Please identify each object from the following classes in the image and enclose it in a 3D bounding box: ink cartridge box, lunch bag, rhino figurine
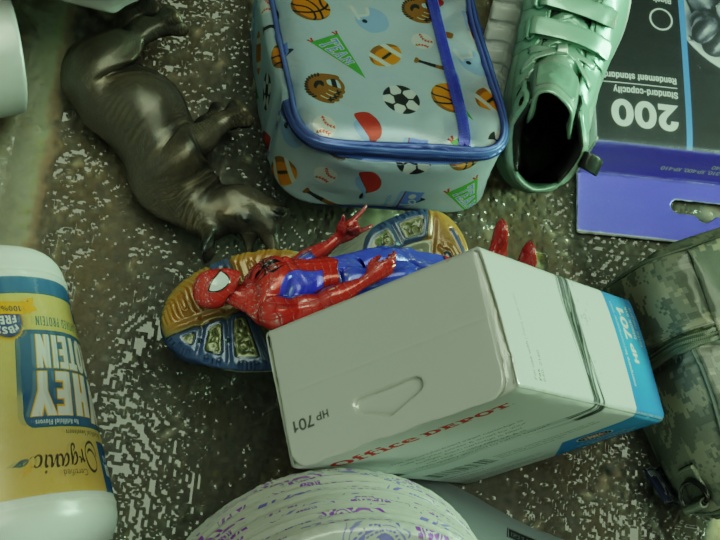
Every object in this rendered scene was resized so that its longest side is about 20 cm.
[{"bbox_3d":[0.247,-0.116,1.149,0.198,0.043,0.200,5,72,-14],"label":"ink cartridge box"},{"bbox_3d":[0.269,0.056,1.045,0.200,0.139,0.168,-15,76,-18],"label":"lunch bag"},{"bbox_3d":[0.013,-0.130,1.048,0.160,0.076,0.200,1,51,-13],"label":"lunch bag"},{"bbox_3d":[0.064,0.063,0.933,0.200,0.146,0.086,19,55,-56],"label":"ink cartridge box"},{"bbox_3d":[-0.114,-0.080,1.031,0.087,0.060,0.200,-34,86,-15],"label":"rhino figurine"}]

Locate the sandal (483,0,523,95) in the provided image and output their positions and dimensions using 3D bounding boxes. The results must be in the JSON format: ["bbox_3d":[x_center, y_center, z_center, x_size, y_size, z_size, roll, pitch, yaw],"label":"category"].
[{"bbox_3d":[0.132,-0.204,1.117,0.082,0.050,0.203,27,97,-6],"label":"sandal"}]

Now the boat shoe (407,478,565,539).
[{"bbox_3d":[0.077,0.182,0.993,0.200,0.069,0.057,23,107,6],"label":"boat shoe"}]

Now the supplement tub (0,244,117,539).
[{"bbox_3d":[-0.217,0.100,0.898,0.144,0.145,0.200,-11,76,-18],"label":"supplement tub"}]

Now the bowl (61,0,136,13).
[{"bbox_3d":[-0.201,-0.213,0.995,0.200,0.200,0.075,13,101,-10],"label":"bowl"}]

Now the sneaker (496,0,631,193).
[{"bbox_3d":[0.138,-0.143,1.043,0.074,0.118,0.201,12,100,-1],"label":"sneaker"}]

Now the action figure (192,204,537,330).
[{"bbox_3d":[0.000,0.000,0.939,0.200,0.065,0.052,-10,119,-18],"label":"action figure"}]

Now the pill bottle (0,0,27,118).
[{"bbox_3d":[-0.306,-0.118,0.965,0.200,0.112,0.112,-12,76,-17],"label":"pill bottle"}]

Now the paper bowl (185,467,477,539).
[{"bbox_3d":[-0.019,0.202,0.909,0.200,0.104,0.201,-6,116,-11],"label":"paper bowl"}]

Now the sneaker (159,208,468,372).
[{"bbox_3d":[-0.031,0.023,1.004,0.200,0.088,0.075,-14,81,-20],"label":"sneaker"}]
